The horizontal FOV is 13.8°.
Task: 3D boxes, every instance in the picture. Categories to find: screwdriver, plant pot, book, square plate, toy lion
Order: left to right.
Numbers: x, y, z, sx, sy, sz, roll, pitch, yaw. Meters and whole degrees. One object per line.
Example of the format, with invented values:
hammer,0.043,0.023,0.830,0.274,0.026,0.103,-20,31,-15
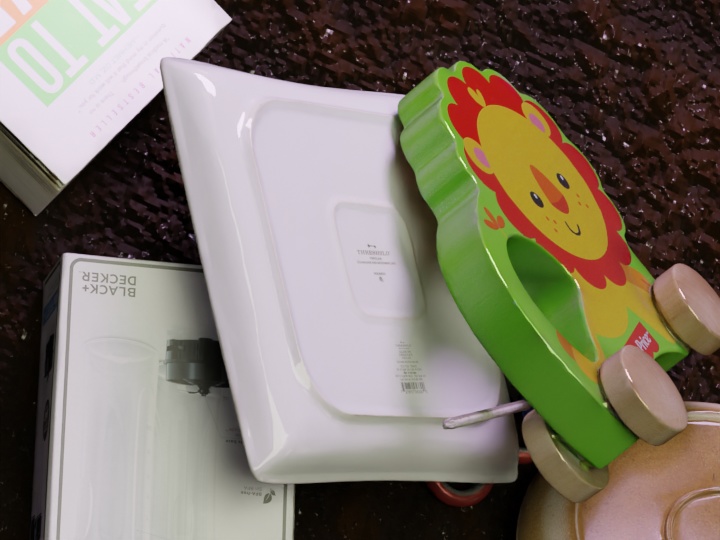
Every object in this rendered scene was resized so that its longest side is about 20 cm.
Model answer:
book,-0.174,-0.145,1.392,0.200,0.048,0.134,45,62,-5
square plate,0.000,0.000,1.373,0.200,0.028,0.199,5,66,-51
screwdriver,0.075,0.066,1.377,0.029,0.200,0.028,32,102,12
toy lion,0.084,-0.009,1.401,0.192,0.069,0.200,50,24,-4
plant pot,0.174,0.135,1.418,0.199,0.028,0.201,6,46,-7

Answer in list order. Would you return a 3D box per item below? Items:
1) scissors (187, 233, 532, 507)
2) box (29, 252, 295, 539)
scissors,0.007,0.032,1.438,0.200,0.014,0.073,45,68,-6
box,-0.091,0.100,1.350,0.116,0.060,0.201,4,76,-15
